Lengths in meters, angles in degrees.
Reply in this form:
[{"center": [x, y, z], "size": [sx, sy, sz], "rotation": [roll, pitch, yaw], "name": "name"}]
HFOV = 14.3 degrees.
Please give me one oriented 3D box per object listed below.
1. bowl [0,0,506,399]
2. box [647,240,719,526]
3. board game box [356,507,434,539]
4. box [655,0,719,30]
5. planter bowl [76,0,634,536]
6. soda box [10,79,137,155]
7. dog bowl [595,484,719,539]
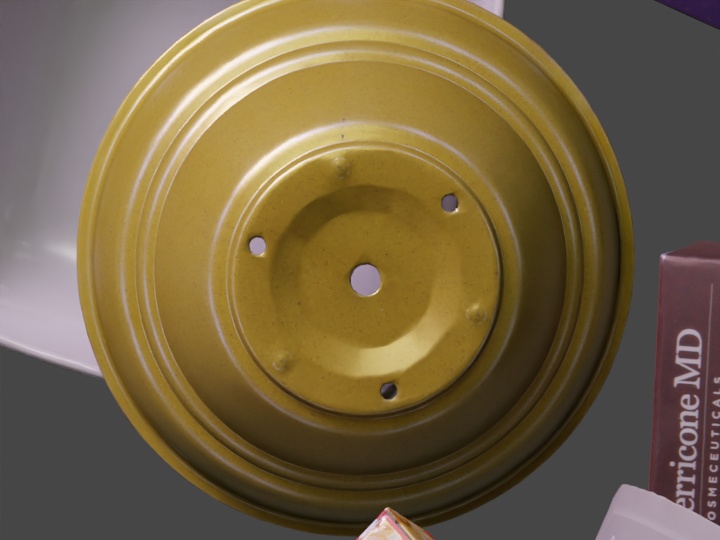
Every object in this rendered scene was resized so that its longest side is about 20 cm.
[{"center": [-0.057, -0.056, 1.060], "size": [0.199, 0.075, 0.200], "rotation": [14, 94, -1], "name": "bowl"}, {"center": [0.199, 0.046, 0.954], "size": [0.199, 0.075, 0.101], "rotation": [3, 94, 18], "name": "box"}, {"center": [0.021, 0.193, 0.827], "size": [0.151, 0.046, 0.200], "rotation": [-43, 66, 3], "name": "board game box"}, {"center": [0.079, -0.171, 1.098], "size": [0.039, 0.200, 0.137], "rotation": [-50, 32, 33], "name": "box"}, {"center": [0.000, 0.000, 0.985], "size": [0.200, 0.083, 0.201], "rotation": [0, 96, -2], "name": "planter bowl"}, {"center": [-0.056, -0.086, 1.144], "size": [0.199, 0.064, 0.068], "rotation": [-21, 53, -2], "name": "soda box"}, {"center": [0.142, 0.144, 0.853], "size": [0.200, 0.200, 0.059], "rotation": [31, 82, 30], "name": "dog bowl"}]
